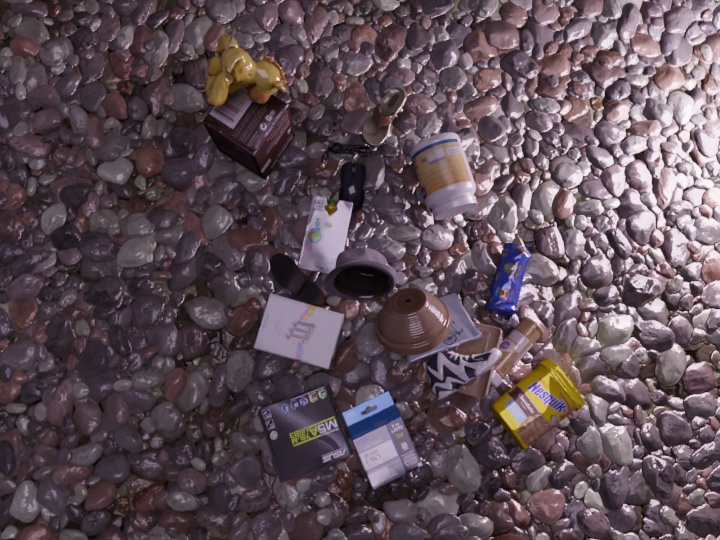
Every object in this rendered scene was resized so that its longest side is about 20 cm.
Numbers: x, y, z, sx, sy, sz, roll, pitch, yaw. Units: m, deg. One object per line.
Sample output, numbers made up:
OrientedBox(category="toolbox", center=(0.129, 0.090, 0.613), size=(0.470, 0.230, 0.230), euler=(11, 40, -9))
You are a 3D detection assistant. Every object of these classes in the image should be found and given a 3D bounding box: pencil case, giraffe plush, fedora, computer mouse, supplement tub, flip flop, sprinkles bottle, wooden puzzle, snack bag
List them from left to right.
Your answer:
OrientedBox(category="giraffe plush", center=(-0.267, -0.472, 1.331), size=(0.161, 0.199, 0.174), euler=(14, 65, -32))
OrientedBox(category="computer mouse", center=(-0.048, -0.270, 1.545), size=(0.139, 0.046, 0.202), euler=(10, 81, -1))
OrientedBox(category="fedora", center=(0.000, 0.000, 1.459), size=(0.198, 0.177, 0.091), euler=(8, 52, -16))
OrientedBox(category="flip flop", center=(0.068, -0.442, 1.569), size=(0.081, 0.058, 0.201), euler=(33, 82, 4))
OrientedBox(category="snack bag", center=(0.192, 0.143, 1.439), size=(0.198, 0.022, 0.189), euler=(-19, 37, -3))
OrientedBox(category="supplement tub", center=(0.228, -0.254, 1.499), size=(0.143, 0.145, 0.202), euler=(-16, 81, -4))
OrientedBox(category="wooden puzzle", center=(0.261, 0.223, 1.456), size=(0.198, 0.046, 0.187), euler=(12, 80, 27))
OrientedBox(category="pencil case", center=(0.402, 0.028, 1.492), size=(0.086, 0.078, 0.202), euler=(12, 80, 30))
OrientedBox(category="sprinkles bottle", center=(0.399, 0.216, 1.469), size=(0.068, 0.068, 0.200), euler=(43, 82, 5))

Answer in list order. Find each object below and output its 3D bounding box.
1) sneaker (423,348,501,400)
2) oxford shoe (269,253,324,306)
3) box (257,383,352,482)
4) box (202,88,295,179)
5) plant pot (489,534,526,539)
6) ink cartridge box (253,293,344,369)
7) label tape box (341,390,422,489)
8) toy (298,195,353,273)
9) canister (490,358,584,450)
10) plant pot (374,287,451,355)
OrientedBox(category="sneaker", center=(0.245, 0.221, 1.392), size=(0.199, 0.079, 0.130), euler=(-39, 71, 21))
OrientedBox(category="oxford shoe", center=(-0.172, 0.031, 1.491), size=(0.071, 0.071, 0.200), euler=(-46, 69, -1))
OrientedBox(category="box", center=(-0.144, 0.419, 1.436), size=(0.198, 0.048, 0.195), euler=(-19, 80, -4))
OrientedBox(category="box", center=(-0.291, -0.381, 1.480), size=(0.163, 0.200, 0.167), euler=(32, 82, 3))
OrientedBox(category="plant pot", center=(0.384, 0.759, 1.317), size=(0.185, 0.200, 0.189), euler=(0, 81, -1))
OrientedBox(category="ink cartridge box", center=(-0.152, 0.160, 1.426), size=(0.198, 0.145, 0.146), euler=(17, 81, 1))
OrientedBox(category="label tape box", center=(0.053, 0.436, 1.429), size=(0.143, 0.063, 0.202), euler=(-24, 83, -5))
OrientedBox(category="toy", center=(-0.092, -0.095, 1.514), size=(0.114, 0.047, 0.202), euler=(11, 92, 7))
OrientedBox(category="canister", center=(0.458, 0.349, 1.442), size=(0.199, 0.087, 0.149), euler=(-37, 83, -5))
OrientedBox(category="plant pot", center=(0.127, 0.110, 1.412), size=(0.199, 0.093, 0.202), euler=(-11, 38, 8))
